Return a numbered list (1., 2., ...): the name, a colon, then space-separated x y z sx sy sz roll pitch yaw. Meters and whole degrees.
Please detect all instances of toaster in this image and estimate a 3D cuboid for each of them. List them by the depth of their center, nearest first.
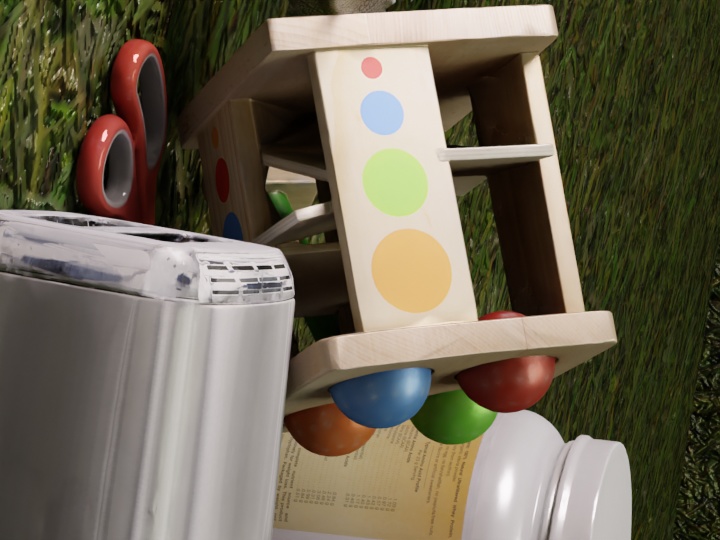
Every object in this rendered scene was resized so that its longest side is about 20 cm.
1. toaster: -0.092 0.048 0.963 0.200 0.113 0.130 -3 101 -76

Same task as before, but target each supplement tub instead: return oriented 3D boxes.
1. supplement tub: 0.022 0.133 1.289 0.144 0.199 0.145 5 90 -75

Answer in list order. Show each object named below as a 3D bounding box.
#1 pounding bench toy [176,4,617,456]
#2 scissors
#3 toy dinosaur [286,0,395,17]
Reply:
1. pounding bench toy: 0.000 0.000 1.118 0.200 0.124 0.157 144 -61 -64
2. scissors: -0.090 -0.010 1.121 0.200 0.014 0.073 83 21 -51
3. toy dinosaur: -0.012 -0.153 1.117 0.200 0.102 0.077 -58 158 -52
